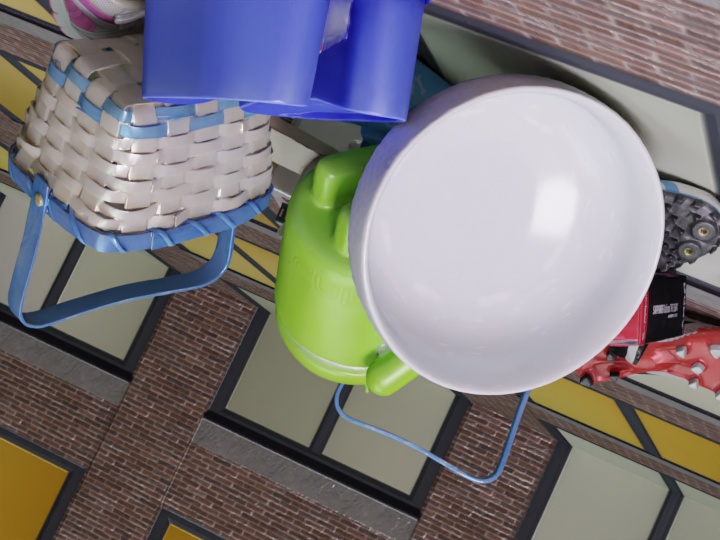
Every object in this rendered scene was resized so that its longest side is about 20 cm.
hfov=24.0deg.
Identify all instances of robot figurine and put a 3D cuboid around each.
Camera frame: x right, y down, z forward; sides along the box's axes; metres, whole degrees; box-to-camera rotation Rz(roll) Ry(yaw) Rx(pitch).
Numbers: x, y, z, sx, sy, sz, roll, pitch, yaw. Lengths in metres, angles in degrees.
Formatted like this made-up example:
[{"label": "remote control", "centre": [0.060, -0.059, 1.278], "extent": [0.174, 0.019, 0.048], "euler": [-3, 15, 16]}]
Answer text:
[{"label": "robot figurine", "centre": [0.000, 0.000, 1.185], "extent": [0.200, 0.115, 0.176], "euler": [101, 148, -50]}]

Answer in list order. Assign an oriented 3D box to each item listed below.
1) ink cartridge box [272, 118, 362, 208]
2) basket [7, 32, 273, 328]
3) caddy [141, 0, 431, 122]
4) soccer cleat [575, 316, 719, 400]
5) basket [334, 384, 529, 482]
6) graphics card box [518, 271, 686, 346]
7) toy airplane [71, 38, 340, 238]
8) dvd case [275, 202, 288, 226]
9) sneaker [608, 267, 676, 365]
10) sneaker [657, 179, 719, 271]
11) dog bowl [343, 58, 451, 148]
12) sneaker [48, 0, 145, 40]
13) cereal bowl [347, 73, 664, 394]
[{"label": "ink cartridge box", "centre": [0.010, -0.057, 1.451], "extent": [0.146, 0.085, 0.200], "euler": [25, 173, 11]}, {"label": "basket", "centre": [-0.144, -0.059, 1.135], "extent": [0.176, 0.201, 0.139], "euler": [-15, -139, -41]}, {"label": "caddy", "centre": [-0.047, -0.145, 0.985], "extent": [0.141, 0.106, 0.200], "euler": [3, -176, -32]}, {"label": "soccer cleat", "centre": [0.280, 0.065, 1.501], "extent": [0.199, 0.085, 0.069], "euler": [1, 126, 22]}, {"label": "basket", "centre": [0.091, 0.084, 1.639], "extent": [0.176, 0.201, 0.139], "euler": [27, 172, -2]}, {"label": "graphics card box", "centre": [0.155, 0.024, 1.196], "extent": [0.125, 0.051, 0.200], "euler": [2, 180, 20]}, {"label": "toy airplane", "centre": [-0.100, -0.105, 1.267], "extent": [0.199, 0.142, 0.199], "euler": [19, 170, 38]}, {"label": "dvd case", "centre": [0.040, 0.006, 1.369], "extent": [0.200, 0.022, 0.146], "euler": [19, 168, 40]}, {"label": "sneaker", "centre": [0.205, 0.013, 1.385], "extent": [0.090, 0.070, 0.200], "euler": [29, 169, 15]}, {"label": "sneaker", "centre": [0.168, -0.042, 1.168], "extent": [0.199, 0.073, 0.072], "euler": [1, 129, 45]}, {"label": "dog bowl", "centre": [0.022, -0.113, 1.169], "extent": [0.111, 0.050, 0.200], "euler": [18, 170, 47]}, {"label": "sneaker", "centre": [-0.158, -0.190, 1.106], "extent": [0.088, 0.082, 0.200], "euler": [25, 173, 19]}, {"label": "cereal bowl", "centre": [0.082, -0.030, 1.044], "extent": [0.200, 0.200, 0.083], "euler": [29, -169, -28]}]
